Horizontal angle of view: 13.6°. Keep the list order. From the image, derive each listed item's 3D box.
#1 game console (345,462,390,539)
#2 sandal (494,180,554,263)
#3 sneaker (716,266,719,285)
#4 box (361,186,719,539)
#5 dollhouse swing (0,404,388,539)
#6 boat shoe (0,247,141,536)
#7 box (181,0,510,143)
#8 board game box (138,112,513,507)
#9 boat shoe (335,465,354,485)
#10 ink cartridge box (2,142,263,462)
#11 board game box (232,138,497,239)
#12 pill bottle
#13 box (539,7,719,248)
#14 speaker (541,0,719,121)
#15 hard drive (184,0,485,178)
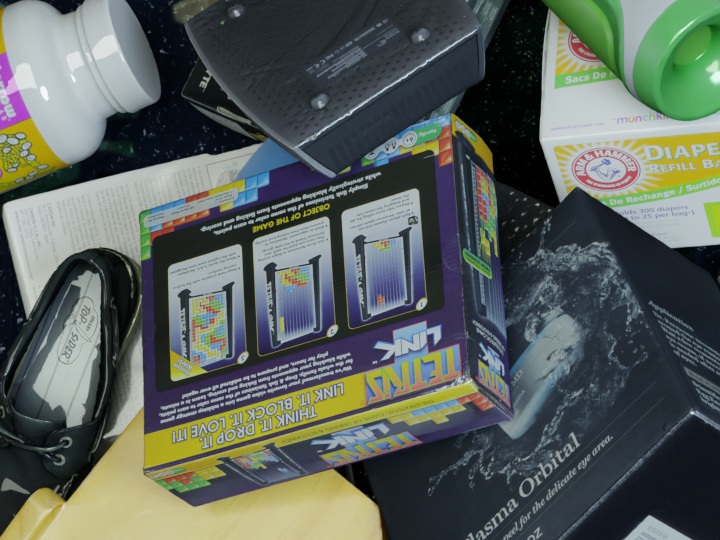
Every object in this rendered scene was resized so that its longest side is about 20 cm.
[{"bbox_3d":[-0.006,0.204,1.756,0.176,0.031,0.201,27,89,18],"label":"game console"},{"bbox_3d":[0.133,0.007,1.748,0.200,0.043,0.076,34,82,22],"label":"sandal"},{"bbox_3d":[0.286,0.048,1.678,0.199,0.072,0.083,19,88,18],"label":"sneaker"},{"bbox_3d":[0.116,0.101,1.607,0.197,0.117,0.200,-46,35,18],"label":"box"},{"bbox_3d":[-0.084,0.191,1.713,0.200,0.182,0.176,37,72,20],"label":"dollhouse swing"},{"bbox_3d":[-0.181,0.078,1.744,0.074,0.066,0.200,24,85,12],"label":"boat shoe"},{"bbox_3d":[0.003,-0.160,1.785,0.159,0.046,0.201,23,86,32],"label":"box"},{"bbox_3d":[-0.021,0.022,1.623,0.199,0.057,0.166,-16,60,23],"label":"board game box"},{"bbox_3d":[-0.068,0.068,1.746,0.075,0.060,0.200,-33,76,-5],"label":"boat shoe"},{"bbox_3d":[-0.102,0.016,1.817,0.199,0.050,0.162,-14,77,-6],"label":"ink cartridge box"},{"bbox_3d":[0.000,0.000,1.694,0.199,0.039,0.159,-1,71,36],"label":"board game box"},{"bbox_3d":[-0.226,-0.099,1.829,0.199,0.104,0.105,-22,76,11],"label":"pill bottle"},{"bbox_3d":[0.207,-0.087,1.687,0.199,0.113,0.102,-5,52,15],"label":"box"},{"bbox_3d":[0.136,-0.166,1.643,0.088,0.088,0.200,-44,49,5],"label":"speaker"},{"bbox_3d":[-0.012,-0.124,1.671,0.135,0.042,0.200,-33,31,-5],"label":"hard drive"}]
